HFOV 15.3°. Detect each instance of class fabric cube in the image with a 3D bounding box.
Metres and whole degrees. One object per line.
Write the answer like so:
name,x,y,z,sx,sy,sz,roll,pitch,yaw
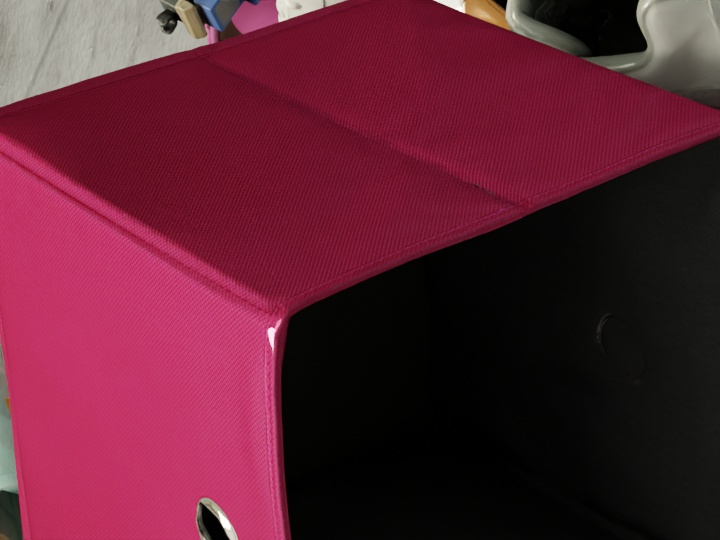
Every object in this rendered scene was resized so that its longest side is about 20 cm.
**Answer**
fabric cube,0.002,0.036,0.931,0.199,0.199,0.197,29,132,48

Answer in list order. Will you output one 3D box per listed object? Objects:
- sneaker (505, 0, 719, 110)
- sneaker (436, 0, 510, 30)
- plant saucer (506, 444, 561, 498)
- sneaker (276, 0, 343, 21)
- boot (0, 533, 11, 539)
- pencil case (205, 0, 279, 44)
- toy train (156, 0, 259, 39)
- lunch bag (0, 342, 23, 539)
sneaker,0.089,-0.086,1.006,0.200,0.099,0.078,-29,52,59
sneaker,0.063,-0.179,1.157,0.084,0.073,0.201,-7,71,38
plant saucer,0.046,0.109,1.113,0.200,0.036,0.201,-31,55,59
sneaker,-0.018,-0.135,1.254,0.075,0.099,0.201,55,135,52
boot,-0.102,0.193,0.985,0.201,0.072,0.155,64,168,-17
pencil case,-0.059,-0.189,1.382,0.094,0.090,0.200,-57,36,31
toy train,-0.031,-0.190,1.285,0.200,0.046,0.034,-55,-21,-12
lunch bag,-0.157,0.112,1.158,0.171,0.121,0.201,-115,13,-50
